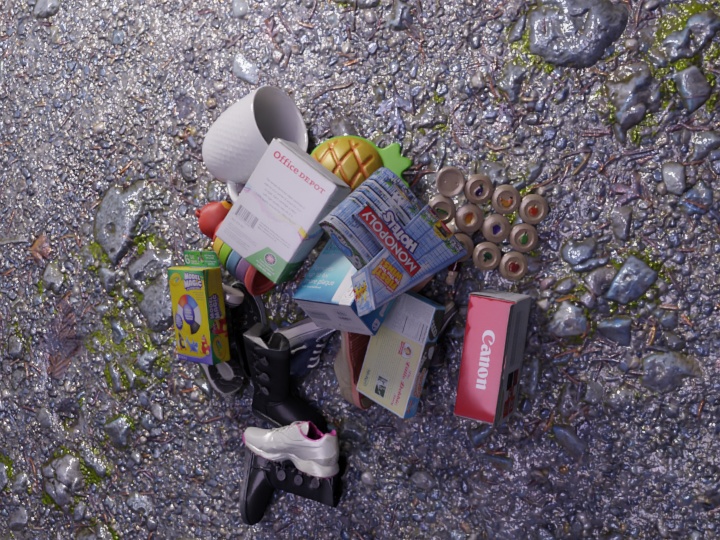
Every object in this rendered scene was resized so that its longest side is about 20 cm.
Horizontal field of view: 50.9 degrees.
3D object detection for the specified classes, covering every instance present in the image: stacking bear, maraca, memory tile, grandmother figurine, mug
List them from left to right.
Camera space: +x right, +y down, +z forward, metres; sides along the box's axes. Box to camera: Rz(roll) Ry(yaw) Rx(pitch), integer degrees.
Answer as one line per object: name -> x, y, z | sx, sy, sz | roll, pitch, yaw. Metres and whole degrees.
stacking bear -> -0.235, -0.058, 1.458 | 0.200, 0.121, 0.114 | 43, 116, 19
mug -> -0.206, -0.216, 1.410 | 0.174, 0.147, 0.204 | -21, 65, 35
maraca -> -0.006, -0.173, 1.357 | 0.196, 0.107, 0.140 | 4, 87, 13
grandmother figurine -> 0.128, -0.027, 1.328 | 0.121, 0.060, 0.200 | 45, 110, 7
memory tile -> 0.205, -0.079, 1.268 | 0.197, 0.017, 0.156 | 18, 105, -1

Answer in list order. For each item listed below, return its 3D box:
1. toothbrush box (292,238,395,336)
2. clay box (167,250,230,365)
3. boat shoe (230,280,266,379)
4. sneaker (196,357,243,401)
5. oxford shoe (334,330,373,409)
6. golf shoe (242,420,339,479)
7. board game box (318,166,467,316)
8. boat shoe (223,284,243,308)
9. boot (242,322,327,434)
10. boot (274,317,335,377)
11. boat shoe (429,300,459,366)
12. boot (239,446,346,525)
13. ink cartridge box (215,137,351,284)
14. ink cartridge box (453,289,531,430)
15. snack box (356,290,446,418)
toothbrush box -> 0.000, 0.000, 1.294 | 0.145, 0.086, 0.201 | 6, 54, 44
clay box -> -0.302, 0.067, 1.403 | 0.114, 0.047, 0.204 | 1, 100, 43
boat shoe -> -0.219, 0.116, 1.481 | 0.068, 0.056, 0.203 | -20, 82, 22
sneaker -> -0.300, 0.184, 1.512 | 0.201, 0.076, 0.089 | 53, 149, 31
oxford shoe -> -0.023, 0.154, 1.373 | 0.073, 0.070, 0.204 | 8, 110, 38
golf shoe -> -0.123, 0.307, 1.376 | 0.197, 0.075, 0.093 | 13, 101, 20
board game box -> 0.039, -0.035, 1.195 | 0.201, 0.200, 0.062 | 49, 152, -6
boat shoe -> -0.297, 0.069, 1.476 | 0.199, 0.074, 0.094 | 16, 92, 53
boot -> -0.136, 0.206, 1.394 | 0.162, 0.066, 0.203 | 15, 125, 17
boot -> -0.089, 0.138, 1.428 | 0.198, 0.073, 0.092 | -21, 97, 25
boat shoe -> 0.120, 0.144, 1.331 | 0.064, 0.072, 0.201 | 37, 108, 12
boot -> -0.129, 0.419, 1.444 | 0.196, 0.066, 0.168 | 4, 94, 19
ink cartridge box -> -0.131, -0.102, 1.299 | 0.145, 0.087, 0.201 | 37, 104, 12
ink cartridge box -> 0.212, 0.139, 1.231 | 0.082, 0.175, 0.204 | 9, 94, 22
snack box -> 0.067, 0.137, 1.300 | 0.115, 0.037, 0.203 | 25, 105, 38
